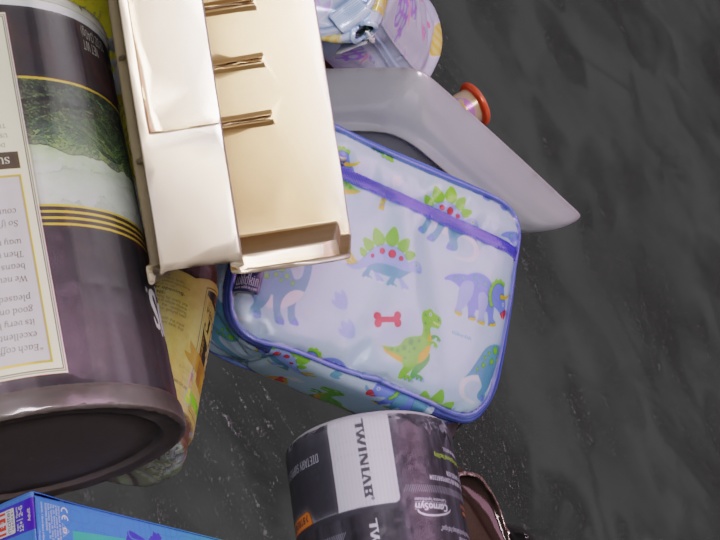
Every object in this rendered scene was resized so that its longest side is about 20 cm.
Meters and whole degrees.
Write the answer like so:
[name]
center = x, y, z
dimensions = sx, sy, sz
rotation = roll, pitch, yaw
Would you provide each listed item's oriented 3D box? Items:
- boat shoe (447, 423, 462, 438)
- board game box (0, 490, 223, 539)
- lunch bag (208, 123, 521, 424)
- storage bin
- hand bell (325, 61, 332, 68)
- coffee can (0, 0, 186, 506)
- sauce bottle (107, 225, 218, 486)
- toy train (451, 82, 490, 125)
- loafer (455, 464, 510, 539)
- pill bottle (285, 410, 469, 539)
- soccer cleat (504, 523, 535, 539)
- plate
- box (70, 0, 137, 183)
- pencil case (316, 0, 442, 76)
[boat shoe]
center = 0.004, 0.048, 1.133
dimensions = 0.200, 0.066, 0.057
rotation = 48, 40, -25
[board game box]
center = -0.104, 0.206, 0.852
dimensions = 0.199, 0.045, 0.154
rotation = 26, 48, -50
[lunch bag]
center = 0.000, 0.000, 1.058
dimensions = 0.198, 0.082, 0.162
rotation = 24, 68, -22
[storage bin]
center = -0.063, -0.104, 0.808
dimensions = 0.199, 0.092, 0.203
rotation = -103, -176, -86
[hand bell]
center = -0.040, -0.172, 1.230
dimensions = 0.200, 0.103, 0.105
rotation = 42, 34, -59
[coffee can]
center = -0.171, -0.007, 0.789
dimensions = 0.146, 0.145, 0.202
rotation = 15, 56, -56
[sauce bottle]
center = -0.113, 0.024, 0.953
dimensions = 0.065, 0.064, 0.202
rotation = 44, 36, -35
[toy train]
center = 0.043, -0.137, 1.258
dimensions = 0.201, 0.055, 0.150
rotation = 59, -3, 22
[loafer]
center = 0.090, 0.222, 1.127
dimensions = 0.072, 0.071, 0.202
rotation = -6, 73, -34
[pill bottle]
center = 0.018, 0.194, 1.008
dimensions = 0.106, 0.105, 0.202
rotation = 25, 49, -51
[soccer cleat]
center = 0.124, 0.279, 1.190
dimensions = 0.073, 0.067, 0.202
rotation = 61, 10, -71
[plate]
center = 0.018, -0.073, 1.144
dimensions = 0.200, 0.198, 0.033
rotation = 37, 68, -43
[box]
center = -0.146, -0.124, 0.919
dimensions = 0.199, 0.048, 0.118
rotation = 25, 91, -30
[pencil case]
center = -0.002, -0.167, 1.085
dimensions = 0.091, 0.083, 0.200
rotation = 41, 4, 12
